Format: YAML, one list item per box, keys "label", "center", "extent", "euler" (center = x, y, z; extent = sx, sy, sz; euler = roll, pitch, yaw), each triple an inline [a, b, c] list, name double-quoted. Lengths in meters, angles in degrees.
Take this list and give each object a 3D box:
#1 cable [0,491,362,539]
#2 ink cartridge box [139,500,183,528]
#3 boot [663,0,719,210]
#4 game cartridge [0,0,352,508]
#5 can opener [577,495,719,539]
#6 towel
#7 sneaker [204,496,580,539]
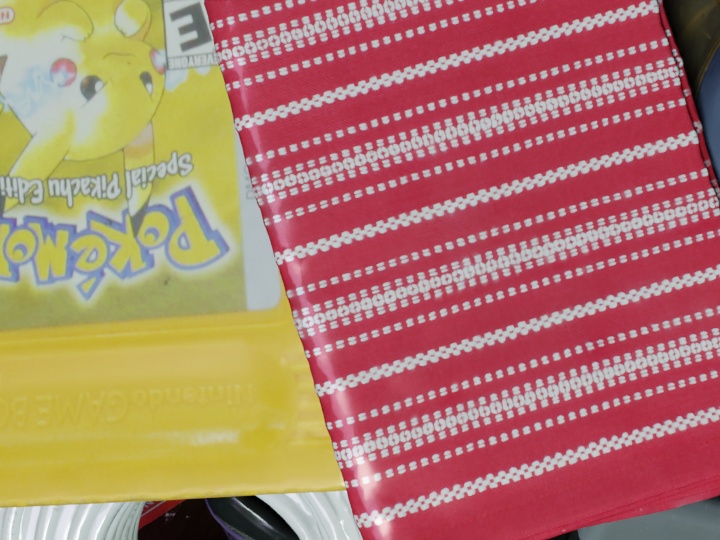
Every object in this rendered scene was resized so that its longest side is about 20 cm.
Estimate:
- label: "cable"
  center: [-0.044, 0.102, 1.047]
  extent: [0.200, 0.069, 0.200]
  euler: [-40, 84, 19]
- label: "ink cartridge box"
  center: [-0.179, 0.092, 1.158]
  extent: [0.200, 0.045, 0.176]
  euler: [-34, 125, 27]
- label: "boot"
  center: [0.116, -0.007, 1.014]
  extent: [0.074, 0.097, 0.201]
  euler: [-7, 111, -13]
- label: "game cartridge"
  center: [-0.086, -0.023, 0.997]
  extent: [0.176, 0.032, 0.201]
  euler: [-5, 85, 18]
- label: "can opener"
  center: [0.163, 0.103, 1.056]
  extent: [0.199, 0.053, 0.067]
  euler: [17, 127, -19]
- label: "towel"
  center: [0.045, -0.010, 0.955]
  extent: [0.144, 0.022, 0.201]
  euler: [-17, 92, -7]
- label: "sneaker"
  center: [0.033, 0.101, 1.093]
  extent: [0.199, 0.076, 0.088]
  euler: [6, 157, 25]
